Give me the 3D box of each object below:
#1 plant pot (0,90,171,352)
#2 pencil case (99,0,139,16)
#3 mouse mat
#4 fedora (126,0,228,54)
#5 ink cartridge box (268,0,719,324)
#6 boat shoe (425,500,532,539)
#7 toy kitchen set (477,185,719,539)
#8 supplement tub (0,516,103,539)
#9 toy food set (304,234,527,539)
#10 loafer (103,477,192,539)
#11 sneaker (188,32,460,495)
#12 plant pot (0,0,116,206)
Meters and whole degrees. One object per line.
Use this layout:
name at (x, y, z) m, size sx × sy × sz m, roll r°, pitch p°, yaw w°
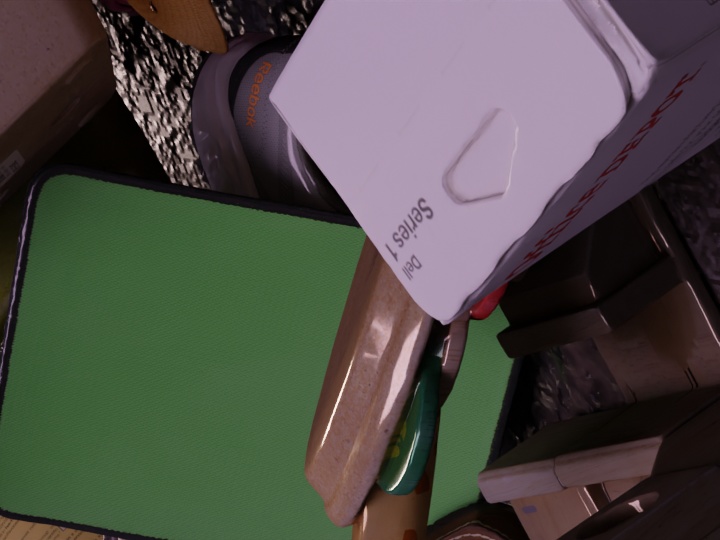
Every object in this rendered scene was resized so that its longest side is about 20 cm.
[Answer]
plant pot at (-0.168, -0.026, 1.146) m, size 0.193 × 0.200 × 0.201 m, roll 42°, pitch 147°, yaw 32°
pencil case at (-0.117, -0.188, 1.045) m, size 0.094 × 0.091 × 0.200 m, roll -42°, pitch 79°, yaw 29°
mouse mat at (-0.040, 0.045, 1.049) m, size 0.008 × 0.199 × 0.161 m, roll -92°, pitch 14°, yaw -62°
fedora at (-0.073, -0.166, 0.862) m, size 0.201 × 0.082 × 0.201 m, roll 54°, pitch 171°, yaw 13°
ink cartridge box at (0.089, -0.090, 0.705) m, size 0.084 × 0.200 × 0.146 m, roll 52°, pitch 150°, yaw 9°
boat shoe at (0.088, 0.183, 1.070) m, size 0.200 × 0.076 × 0.074 m, roll 56°, pitch -166°, yaw -14°
toy kitchen set at (0.060, 0.077, 0.931) m, size 0.163 × 0.180 × 0.200 m, roll 62°, pitch 150°, yaw -5°
supplement tub at (-0.131, 0.143, 1.317) m, size 0.200 × 0.145 × 0.146 m, roll 37°, pitch 145°, yaw 33°
toy food set at (0.028, -0.002, 0.915) m, size 0.049 × 0.200 × 0.198 m, roll 18°, pitch 145°, yaw -2°
loafer at (-0.082, 0.086, 1.119) m, size 0.073 × 0.071 × 0.200 m, roll 27°, pitch 112°, yaw 37°
sneaker at (0.000, 0.000, 1.061) m, size 0.079 × 0.074 × 0.200 m, roll -4°, pitch 115°, yaw 51°
plant pot at (-0.197, -0.091, 0.989) m, size 0.177 × 0.200 × 0.200 m, roll 44°, pitch 174°, yaw 1°
